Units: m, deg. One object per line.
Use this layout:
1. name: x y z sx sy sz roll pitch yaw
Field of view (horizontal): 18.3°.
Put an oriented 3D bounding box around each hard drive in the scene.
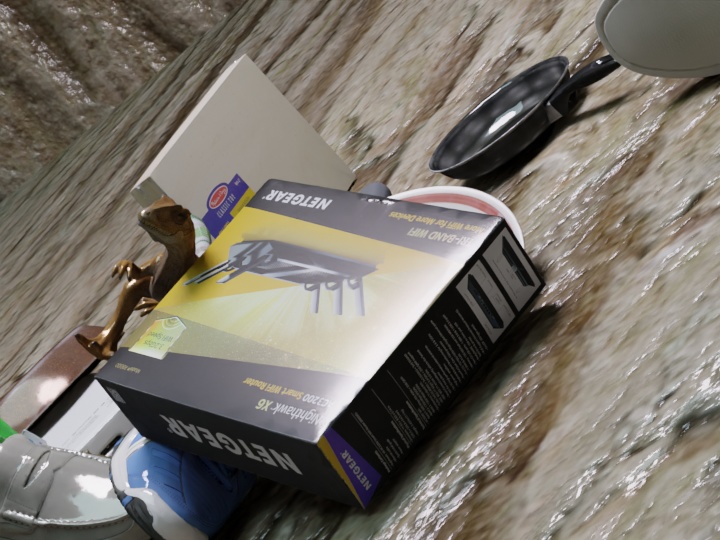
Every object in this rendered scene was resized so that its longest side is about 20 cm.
1. hard drive: -0.213 0.128 1.669 0.132 0.027 0.200 -47 13 -18

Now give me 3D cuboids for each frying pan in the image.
1. frying pan: 0.120 -0.112 1.434 0.190 0.031 0.115 -29 18 37

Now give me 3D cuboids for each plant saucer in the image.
1. plant saucer: -0.269 0.112 1.797 0.200 0.034 0.200 -47 2 2

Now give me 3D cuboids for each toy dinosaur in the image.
1. toy dinosaur: -0.111 0.018 1.298 0.106 0.060 0.200 -57 -3 -16

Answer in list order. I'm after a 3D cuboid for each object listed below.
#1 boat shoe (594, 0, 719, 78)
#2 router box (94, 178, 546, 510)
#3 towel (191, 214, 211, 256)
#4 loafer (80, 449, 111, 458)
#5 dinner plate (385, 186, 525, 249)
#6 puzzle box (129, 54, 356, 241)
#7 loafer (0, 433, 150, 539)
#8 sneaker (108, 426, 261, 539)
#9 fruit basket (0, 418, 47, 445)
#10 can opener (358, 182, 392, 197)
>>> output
1. boat shoe: 0.214 -0.164 1.217 0.200 0.074 0.060 -25 21 46
2. router box: -0.025 0.032 1.173 0.200 0.052 0.157 11 54 50
3. towel: -0.125 0.048 1.475 0.200 0.031 0.150 -118 40 -78
4. loafer: -0.242 0.183 1.471 0.200 0.067 0.076 -43 12 -1
5. dinner plate: 0.005 0.032 1.217 0.200 0.024 0.200 -25 32 17
6. puzzle box: -0.085 -0.065 1.675 0.025 0.133 0.200 -34 14 34
7. loafer: -0.205 0.138 1.384 0.199 0.070 0.070 -4 39 31
8. sneaker: -0.082 0.090 1.267 0.077 0.076 0.200 -42 13 24
9. fruit basket: -0.325 0.168 1.530 0.200 0.185 0.094 -48 56 4
10. can opener: 0.000 0.000 1.375 0.066 0.053 0.200 -39 12 19
